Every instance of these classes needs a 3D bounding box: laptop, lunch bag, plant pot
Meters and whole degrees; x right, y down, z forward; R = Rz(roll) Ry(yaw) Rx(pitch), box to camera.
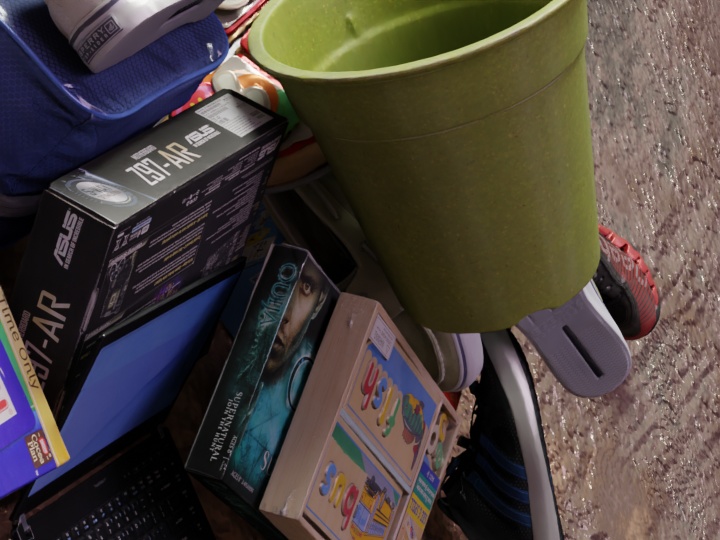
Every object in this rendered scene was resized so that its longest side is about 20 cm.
[{"bbox_3d":[-0.096,0.119,1.205,0.201,0.103,0.177,67,26,-4],"label":"laptop"},{"bbox_3d":[-0.174,-0.107,1.205,0.136,0.132,0.200,49,29,2],"label":"lunch bag"},{"bbox_3d":[0.056,-0.073,1.292,0.200,0.199,0.191,-61,140,-54],"label":"plant pot"}]

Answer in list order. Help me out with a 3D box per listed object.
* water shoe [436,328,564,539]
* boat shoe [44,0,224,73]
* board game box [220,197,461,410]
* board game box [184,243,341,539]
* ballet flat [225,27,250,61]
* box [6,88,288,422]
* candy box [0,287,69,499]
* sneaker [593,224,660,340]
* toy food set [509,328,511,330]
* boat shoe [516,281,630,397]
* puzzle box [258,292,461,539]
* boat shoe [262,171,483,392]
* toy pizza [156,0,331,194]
[{"bbox_3d":[0.086,0.136,1.499,0.072,0.078,0.201,-71,150,-80],"label":"water shoe"},{"bbox_3d":[-0.102,-0.164,1.170,0.070,0.071,0.200,50,36,0],"label":"boat shoe"},{"bbox_3d":[-0.005,0.015,1.482,0.200,0.056,0.196,53,33,-26],"label":"board game box"},{"bbox_3d":[-0.031,0.085,1.295,0.136,0.028,0.200,-70,156,-16],"label":"board game box"},{"bbox_3d":[-0.041,-0.141,1.427,0.064,0.199,0.076,97,-22,-46],"label":"ballet flat"},{"bbox_3d":[-0.120,0.004,1.206,0.043,0.161,0.200,28,28,13],"label":"box"},{"bbox_3d":[-0.241,0.051,1.046,0.200,0.077,0.170,-28,96,-62],"label":"candy box"},{"bbox_3d":[0.163,-0.007,1.762,0.201,0.071,0.098,51,34,-26],"label":"sneaker"},{"bbox_3d":[0.044,-0.058,1.508,0.200,0.060,0.144,51,33,-44],"label":"toy food set"},{"bbox_3d":[0.110,0.000,1.463,0.200,0.072,0.062,58,3,-35],"label":"boat shoe"},{"bbox_3d":[0.004,0.111,1.322,0.134,0.025,0.200,-69,157,-16],"label":"puzzle box"},{"bbox_3d":[0.000,0.000,1.390,0.200,0.072,0.062,54,50,-11],"label":"boat shoe"},{"bbox_3d":[-0.078,-0.135,1.355,0.199,0.032,0.201,5,61,-10],"label":"toy pizza"}]
